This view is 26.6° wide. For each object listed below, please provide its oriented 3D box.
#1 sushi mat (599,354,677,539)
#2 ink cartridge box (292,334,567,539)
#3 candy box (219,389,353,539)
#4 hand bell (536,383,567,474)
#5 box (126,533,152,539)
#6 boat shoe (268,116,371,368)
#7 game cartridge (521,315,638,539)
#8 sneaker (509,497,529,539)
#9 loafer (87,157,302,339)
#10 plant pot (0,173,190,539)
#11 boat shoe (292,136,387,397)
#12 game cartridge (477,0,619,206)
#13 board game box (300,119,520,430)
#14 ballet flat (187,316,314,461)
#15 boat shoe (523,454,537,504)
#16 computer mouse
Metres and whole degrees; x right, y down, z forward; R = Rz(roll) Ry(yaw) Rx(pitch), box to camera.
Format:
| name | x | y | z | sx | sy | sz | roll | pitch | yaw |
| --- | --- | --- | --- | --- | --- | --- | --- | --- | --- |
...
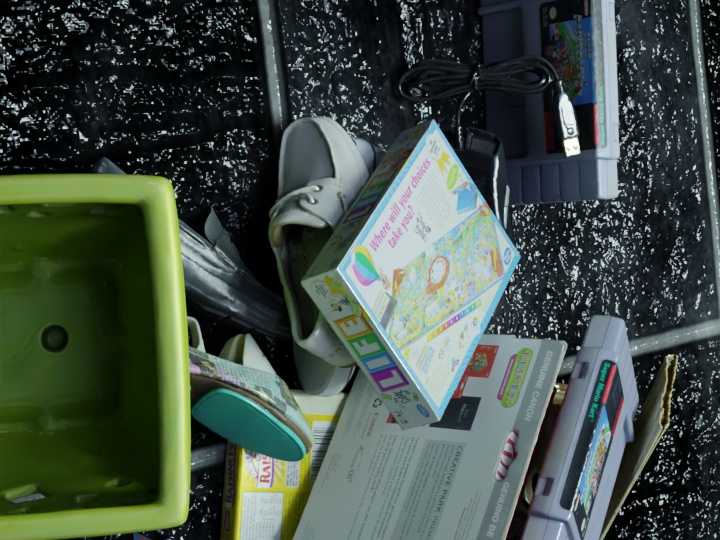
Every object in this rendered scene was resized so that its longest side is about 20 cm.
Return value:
| name | x | y | z | sx | sy | sz | roll | pitch | yaw |
| --- | --- | --- | --- | --- | --- | --- | --- | --- | --- |
| sushi mat | 0.217 | 0.169 | 1.263 | 0.012 | 0.201 | 0.096 | 21 | 36 | 2 |
| ink cartridge box | 0.065 | 0.150 | 1.116 | 0.084 | 0.175 | 0.201 | 49 | 53 | -41 |
| candy box | -0.057 | 0.189 | 1.139 | 0.102 | 0.026 | 0.201 | 7 | 84 | -35 |
| hand bell | 0.164 | 0.203 | 1.287 | 0.104 | 0.104 | 0.201 | 4 | 98 | -38 |
| box | -0.072 | 0.261 | 1.028 | 0.199 | 0.137 | 0.038 | 29 | 100 | -19 |
| boat shoe | -0.033 | -0.031 | 1.095 | 0.069 | 0.071 | 0.201 | 21 | 49 | -48 |
| game cartridge | 0.166 | 0.148 | 1.124 | 0.130 | 0.038 | 0.201 | 72 | 34 | -55 |
| sneaker | 0.058 | 0.246 | 1.162 | 0.200 | 0.089 | 0.077 | -37 | 104 | -4 |
| loafer | -0.115 | -0.011 | 1.070 | 0.200 | 0.068 | 0.071 | 30 | 79 | -31 |
| plant pot | -0.198 | 0.049 | 0.909 | 0.199 | 0.181 | 0.200 | -2 | 90 | -2 |
| boat shoe | 0.000 | 0.000 | 1.156 | 0.065 | 0.073 | 0.201 | 16 | 80 | -34 |
| game cartridge | 0.153 | -0.155 | 1.242 | 0.038 | 0.129 | 0.201 | -3 | 91 | -37 |
| board game box | 0.042 | -0.001 | 1.097 | 0.135 | 0.034 | 0.200 | 56 | 38 | -20 |
| ballet flat | -0.113 | 0.069 | 1.065 | 0.199 | 0.069 | 0.071 | 24 | 54 | -24 |
| boat shoe | 0.105 | 0.197 | 1.245 | 0.068 | 0.072 | 0.201 | -8 | 95 | -22 |
| computer mouse | 0.110 | -0.075 | 1.222 | 0.046 | 0.140 | 0.201 | -5 | 88 | -76 |
